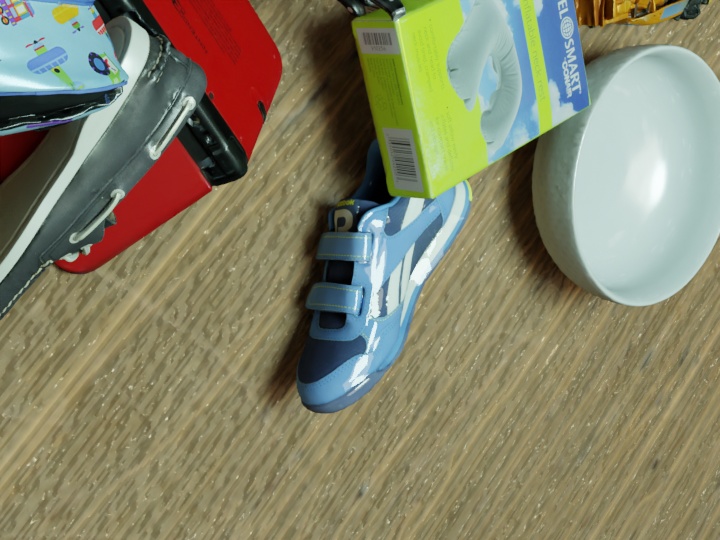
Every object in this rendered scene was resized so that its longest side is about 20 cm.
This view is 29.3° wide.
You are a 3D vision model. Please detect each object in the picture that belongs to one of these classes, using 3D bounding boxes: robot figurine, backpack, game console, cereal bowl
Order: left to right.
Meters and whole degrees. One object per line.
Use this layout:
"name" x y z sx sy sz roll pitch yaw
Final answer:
"backpack" -0.212 -0.124 0.637 0.197 0.182 0.137 -5 98 -24
"game console" -0.155 -0.133 0.808 0.201 0.117 0.174 56 33 -34
"cereal bowl" 0.203 -0.077 1.082 0.198 0.083 0.203 -10 106 -39
"robot figurine" 0.241 -0.262 1.092 0.199 0.058 0.147 -23 115 -34

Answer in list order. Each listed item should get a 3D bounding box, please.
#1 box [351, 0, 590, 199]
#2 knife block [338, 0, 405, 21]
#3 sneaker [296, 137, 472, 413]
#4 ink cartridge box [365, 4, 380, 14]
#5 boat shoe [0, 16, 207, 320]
"box" 0.086 -0.141 0.929 0.199 0.047 0.123 -32 118 -37
"knife block" -0.029 -0.240 0.788 0.064 0.175 0.201 -47 125 -23
"sneaker" 0.000 0.000 0.936 0.082 0.073 0.202 41 66 -36
"ink cartridge box" 0.063 -0.272 0.926 0.200 0.050 0.162 -49 140 -26
"boat shoe" -0.158 -0.042 0.756 0.060 0.074 0.201 27 103 -34
